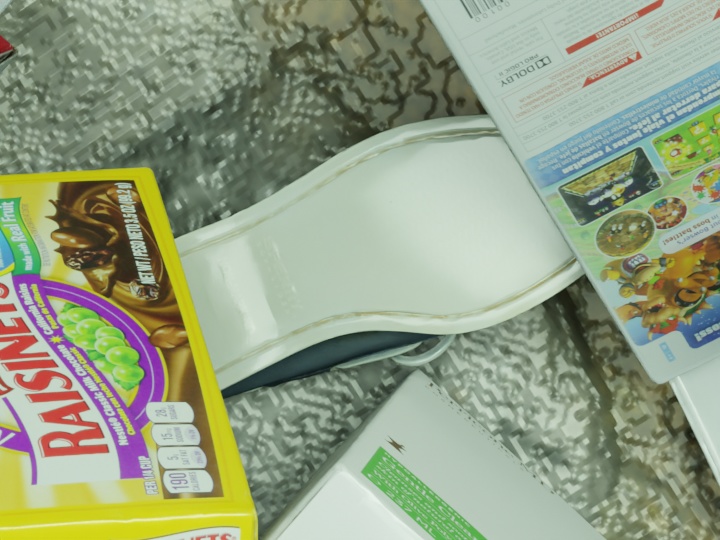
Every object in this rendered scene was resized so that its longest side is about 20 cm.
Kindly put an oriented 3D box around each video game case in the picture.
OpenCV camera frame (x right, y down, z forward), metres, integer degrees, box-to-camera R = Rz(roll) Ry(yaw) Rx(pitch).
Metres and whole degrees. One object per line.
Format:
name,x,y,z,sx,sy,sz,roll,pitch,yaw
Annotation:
video game case,0.116,-0.059,0.853,0.143,0.018,0.200,-27,132,9

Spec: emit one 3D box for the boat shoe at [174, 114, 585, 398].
boat shoe,0.000,0.000,0.946,0.199,0.062,0.075,-25,87,12

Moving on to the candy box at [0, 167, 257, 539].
candy box,-0.098,0.028,0.844,0.102,0.200,0.027,-5,122,-11

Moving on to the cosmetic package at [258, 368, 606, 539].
cosmetic package,0.018,0.107,0.881,0.108,0.200,0.085,42,100,0

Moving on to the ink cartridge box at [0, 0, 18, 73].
ink cartridge box,-0.224,-0.106,0.948,0.200,0.084,0.176,44,105,-2

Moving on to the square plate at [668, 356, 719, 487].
square plate,0.184,-0.022,0.934,0.199,0.028,0.199,-28,89,10
